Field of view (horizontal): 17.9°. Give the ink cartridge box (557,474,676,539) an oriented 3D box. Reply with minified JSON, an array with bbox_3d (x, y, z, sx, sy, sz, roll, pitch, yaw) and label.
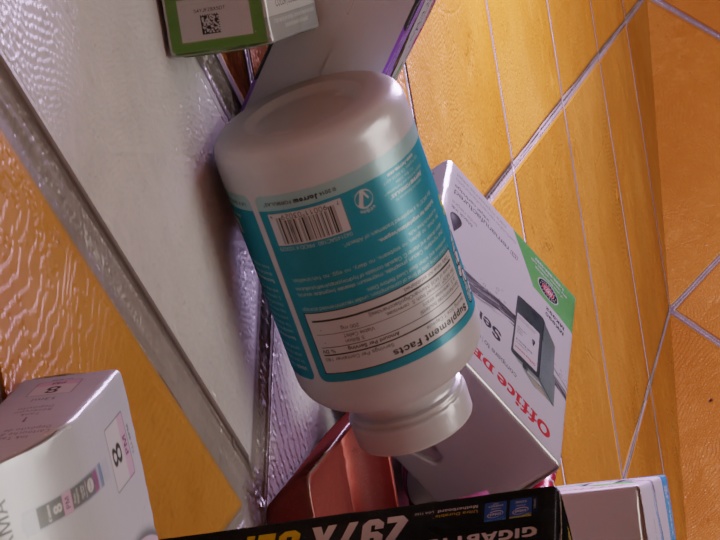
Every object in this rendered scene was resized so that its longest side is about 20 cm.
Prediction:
[{"bbox_3d":[0.174,0.246,1.834,0.200,0.146,0.147,12,71,-77],"label":"ink cartridge box"}]

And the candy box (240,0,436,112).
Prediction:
[{"bbox_3d":[0.010,-0.174,1.358,0.200,0.071,0.168,-62,178,-68],"label":"candy box"}]

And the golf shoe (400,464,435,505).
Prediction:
[{"bbox_3d":[0.057,0.108,1.591,0.200,0.072,0.093,-86,159,-72],"label":"golf shoe"}]

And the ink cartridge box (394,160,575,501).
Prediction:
[{"bbox_3d":[0.064,0.045,1.499,0.146,0.084,0.200,46,27,-20],"label":"ink cartridge box"}]

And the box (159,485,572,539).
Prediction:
[{"bbox_3d":[0.009,0.184,1.026,0.049,0.199,0.160,-80,158,-58],"label":"box"}]

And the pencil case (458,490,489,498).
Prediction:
[{"bbox_3d":[0.074,0.237,1.393,0.083,0.086,0.201,1,80,-45],"label":"pencil case"}]

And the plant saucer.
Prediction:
[{"bbox_3d":[-0.008,0.189,1.321,0.200,0.036,0.201,-43,124,-74],"label":"plant saucer"}]

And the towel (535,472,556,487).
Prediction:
[{"bbox_3d":[0.088,0.176,1.578,0.022,0.145,0.200,36,25,-8],"label":"towel"}]

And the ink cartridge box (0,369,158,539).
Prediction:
[{"bbox_3d":[-0.117,0.143,0.846,0.200,0.057,0.164,-68,148,-74],"label":"ink cartridge box"}]

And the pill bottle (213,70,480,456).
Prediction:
[{"bbox_3d":[0.000,0.000,1.262,0.111,0.110,0.201,-72,146,-63],"label":"pill bottle"}]

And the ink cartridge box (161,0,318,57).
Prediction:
[{"bbox_3d":[-0.076,-0.218,1.208,0.104,0.059,0.201,-41,122,-75],"label":"ink cartridge box"}]
